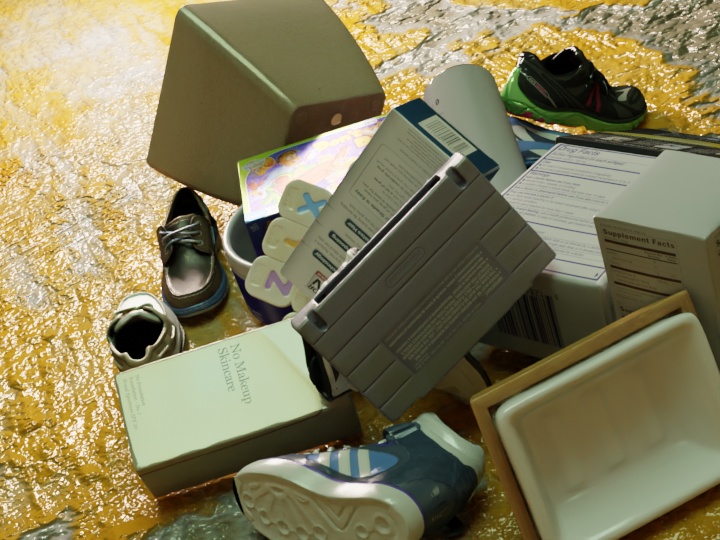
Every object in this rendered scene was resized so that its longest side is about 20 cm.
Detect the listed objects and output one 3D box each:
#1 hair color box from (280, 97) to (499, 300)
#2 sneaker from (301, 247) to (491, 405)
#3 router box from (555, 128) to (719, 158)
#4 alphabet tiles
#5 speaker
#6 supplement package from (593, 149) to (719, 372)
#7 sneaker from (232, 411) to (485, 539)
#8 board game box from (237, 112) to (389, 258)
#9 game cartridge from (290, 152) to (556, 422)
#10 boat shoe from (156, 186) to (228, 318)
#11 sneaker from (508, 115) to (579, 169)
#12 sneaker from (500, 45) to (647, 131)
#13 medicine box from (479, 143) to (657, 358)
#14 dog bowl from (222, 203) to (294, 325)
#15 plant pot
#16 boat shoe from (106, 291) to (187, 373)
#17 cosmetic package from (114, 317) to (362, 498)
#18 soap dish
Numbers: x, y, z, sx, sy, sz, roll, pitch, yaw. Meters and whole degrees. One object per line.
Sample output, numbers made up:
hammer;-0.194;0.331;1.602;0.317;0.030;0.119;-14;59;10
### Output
hair color box;0.025;-0.045;1.612;0.100;0.200;0.061;42;29;11
sneaker;0.020;0.079;1.576;0.115;0.200;0.076;-47;31;-1
router box;0.312;-0.099;1.751;0.200;0.052;0.157;13;14;42
alphabet tiles;0.000;0.000;1.698;0.195;0.015;0.200;22;83;8
speaker;0.121;-0.111;1.817;0.081;0.081;0.200;-17;50;2
supplement package;0.283;0.018;1.492;0.109;0.200;0.114;14;42;42
sneaker;0.009;0.172;1.520;0.200;0.081;0.146;2;25;39
board game box;-0.018;-0.090;1.795;0.200;0.045;0.135;-18;31;2
game cartridge;0.054;0.016;1.505;0.200;0.130;0.038;-45;26;-2
boat shoe;-0.187;-0.022;1.928;0.072;0.072;0.200;-17;30;1
sneaker;0.164;-0.108;1.888;0.200;0.074;0.082;13;44;43
sneaker;0.237;-0.194;1.927;0.200;0.084;0.077;2;15;-42
medicine box;0.206;-0.015;1.627;0.182;0.103;0.200;13;42;42
dog bowl;-0.033;-0.027;1.824;0.200;0.079;0.200;-14;31;9
plant pot;-0.089;-0.168;1.976;0.200;0.200;0.177;-14;42;-40
boat shoe;-0.213;0.067;1.802;0.075;0.069;0.200;-20;30;-5
cosmetic package;-0.109;0.119;1.623;0.200;0.073;0.104;-19;61;0
soap dish;0.192;0.125;1.423;0.200;0.158;0.081;-26;15;-13
